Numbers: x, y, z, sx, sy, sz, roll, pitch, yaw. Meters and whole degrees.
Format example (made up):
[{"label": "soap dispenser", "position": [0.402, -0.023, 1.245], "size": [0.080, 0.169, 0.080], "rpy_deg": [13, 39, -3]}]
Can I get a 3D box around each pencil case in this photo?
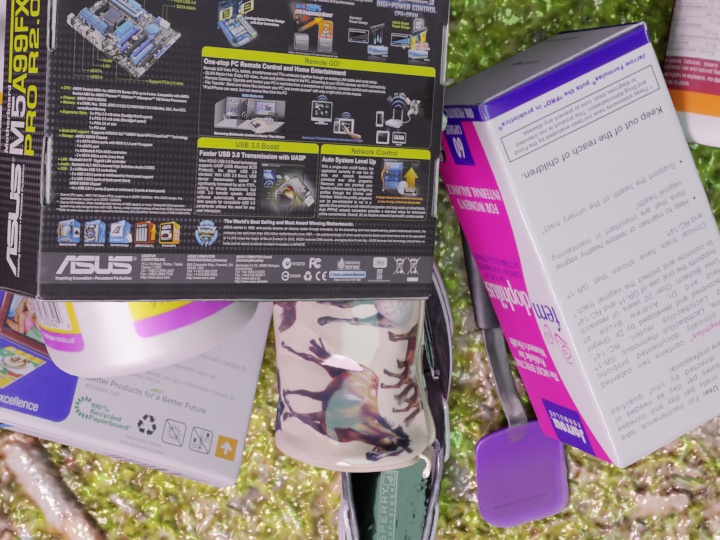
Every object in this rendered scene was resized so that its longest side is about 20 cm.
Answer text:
[{"label": "pencil case", "position": [0.000, 0.000, 0.841], "size": [0.088, 0.078, 0.202], "rpy_deg": [2, 95, 18]}]

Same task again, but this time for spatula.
[{"label": "spatula", "position": [0.077, 0.047, 0.942], "size": [0.056, 0.021, 0.202], "rpy_deg": [-14, 99, -16]}]

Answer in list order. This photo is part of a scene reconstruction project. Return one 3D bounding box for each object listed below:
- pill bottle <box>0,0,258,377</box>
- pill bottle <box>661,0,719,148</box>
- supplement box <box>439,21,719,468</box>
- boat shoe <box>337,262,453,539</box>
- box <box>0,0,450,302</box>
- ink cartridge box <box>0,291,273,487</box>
[{"label": "pill bottle", "position": [-0.117, -0.061, 0.770], "size": [0.103, 0.104, 0.202], "rpy_deg": [-15, 106, -3]}, {"label": "pill bottle", "position": [0.220, -0.160, 0.874], "size": [0.108, 0.110, 0.202], "rpy_deg": [9, 95, -7]}, {"label": "supplement box", "position": [0.121, -0.015, 0.887], "size": [0.103, 0.101, 0.202], "rpy_deg": [-27, 102, -14]}, {"label": "boat shoe", "position": [0.016, 0.080, 0.918], "size": [0.071, 0.068, 0.202], "rpy_deg": [3, 100, -6]}, {"label": "box", "position": [-0.053, -0.069, 0.724], "size": [0.198, 0.044, 0.162], "rpy_deg": [0, 95, -36]}, {"label": "ink cartridge box", "position": [-0.133, -0.011, 0.862], "size": [0.197, 0.043, 0.202], "rpy_deg": [19, 74, -25]}]
